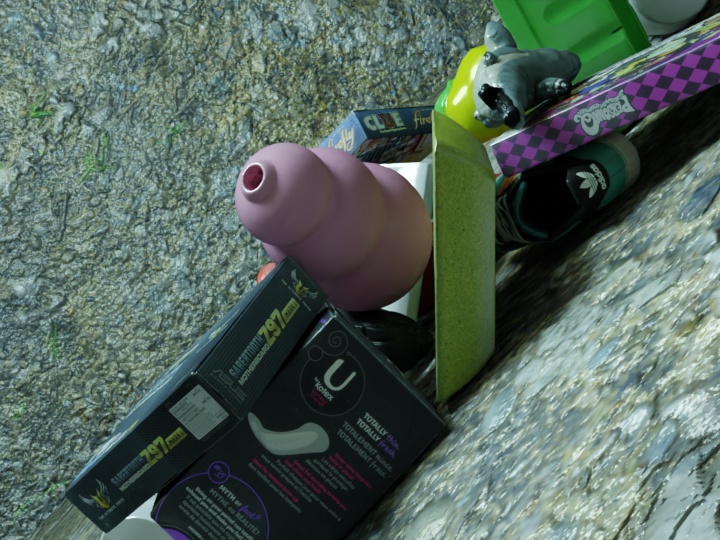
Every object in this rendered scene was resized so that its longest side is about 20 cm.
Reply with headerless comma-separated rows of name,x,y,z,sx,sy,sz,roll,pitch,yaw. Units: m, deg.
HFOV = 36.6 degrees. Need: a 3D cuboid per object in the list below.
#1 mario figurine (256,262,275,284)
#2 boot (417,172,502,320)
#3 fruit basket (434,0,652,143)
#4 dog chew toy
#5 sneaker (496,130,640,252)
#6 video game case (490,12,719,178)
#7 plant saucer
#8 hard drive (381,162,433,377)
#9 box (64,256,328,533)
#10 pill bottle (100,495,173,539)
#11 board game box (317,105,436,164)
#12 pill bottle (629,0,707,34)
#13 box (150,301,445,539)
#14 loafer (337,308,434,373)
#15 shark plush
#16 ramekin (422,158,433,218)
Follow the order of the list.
mario figurine,-0.025,-0.009,1.155,0.200,0.106,0.124,-45,2,32
boot,0.109,-0.033,1.060,0.200,0.073,0.144,-46,9,-18
fruit basket,0.171,-0.201,1.067,0.215,0.216,0.156,-41,9,32
dog chew toy,-0.026,-0.041,0.878,0.124,0.125,0.199,-44,-34,15
sneaker,0.143,-0.057,0.925,0.080,0.072,0.200,-31,-1,-33
video game case,0.222,-0.150,0.888,0.199,0.036,0.181,-23,10,33
plant saucer,0.083,-0.020,0.888,0.047,0.203,0.200,-1,15,4
hard drive,0.000,0.000,1.031,0.131,0.027,0.203,1,76,34
box,-0.124,0.094,0.826,0.200,0.051,0.158,-40,9,37
pill bottle,-0.208,0.251,1.164,0.113,0.113,0.200,-44,9,15
board game box,-0.008,-0.105,1.166,0.135,0.035,0.200,-12,-20,-44
pill bottle,0.318,-0.316,1.183,0.111,0.111,0.200,-44,8,14
box,-0.049,0.140,0.836,0.200,0.122,0.106,-46,7,0
loafer,-0.023,0.060,0.972,0.199,0.069,0.070,6,8,43
shark plush,0.134,-0.158,0.884,0.200,0.082,0.092,-34,-53,-74
ramekin,0.050,-0.038,1.253,0.200,0.105,0.200,-45,8,8
